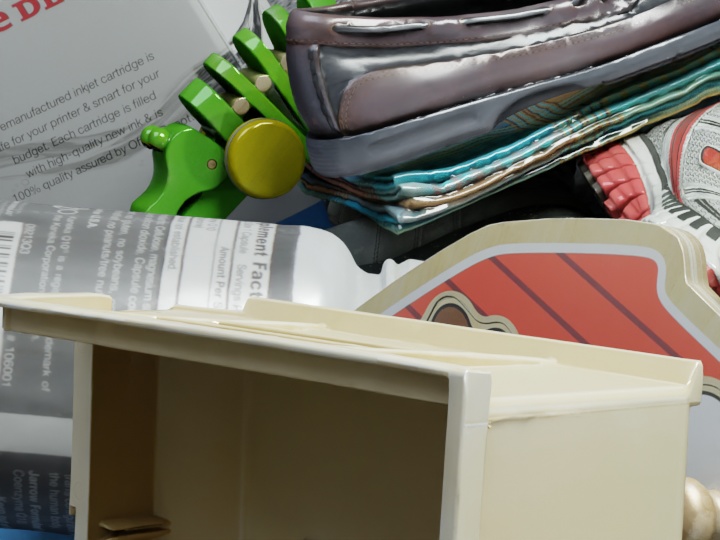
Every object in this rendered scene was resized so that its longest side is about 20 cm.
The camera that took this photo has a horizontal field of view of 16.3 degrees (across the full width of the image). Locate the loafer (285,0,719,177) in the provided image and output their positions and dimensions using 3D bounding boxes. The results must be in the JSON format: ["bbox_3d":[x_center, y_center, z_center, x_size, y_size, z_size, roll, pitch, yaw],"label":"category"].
[{"bbox_3d":[0.067,-0.095,0.910,0.199,0.063,0.072,-22,13,-13],"label":"loafer"}]

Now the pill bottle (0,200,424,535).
[{"bbox_3d":[-0.061,0.038,0.862,0.199,0.114,0.113,6,32,0],"label":"pill bottle"}]

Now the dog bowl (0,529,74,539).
[{"bbox_3d":[-0.109,0.134,0.904,0.111,0.050,0.200,-24,27,16],"label":"dog bowl"}]

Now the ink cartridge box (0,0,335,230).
[{"bbox_3d":[-0.101,-0.066,1.065,0.144,0.200,0.084,-23,28,17],"label":"ink cartridge box"}]

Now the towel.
[{"bbox_3d":[0.079,-0.069,0.970,0.199,0.022,0.147,-24,14,-13],"label":"towel"}]

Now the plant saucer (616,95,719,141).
[{"bbox_3d":[0.160,-0.071,0.997,0.199,0.019,0.070,2,42,48],"label":"plant saucer"}]

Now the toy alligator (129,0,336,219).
[{"bbox_3d":[-0.055,-0.050,0.961,0.200,0.054,0.059,-39,17,-8],"label":"toy alligator"}]

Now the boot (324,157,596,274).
[{"bbox_3d":[0.000,0.000,0.986,0.199,0.068,0.131,-14,23,-3],"label":"boot"}]

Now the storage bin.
[{"bbox_3d":[-0.018,0.112,0.647,0.093,0.201,0.198,-2,6,-44],"label":"storage bin"}]

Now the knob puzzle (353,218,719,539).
[{"bbox_3d":[0.037,0.073,0.689,0.219,0.030,0.221,-10,77,48],"label":"knob puzzle"}]

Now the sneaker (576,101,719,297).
[{"bbox_3d":[0.137,-0.014,0.857,0.082,0.078,0.200,-30,27,2],"label":"sneaker"}]
